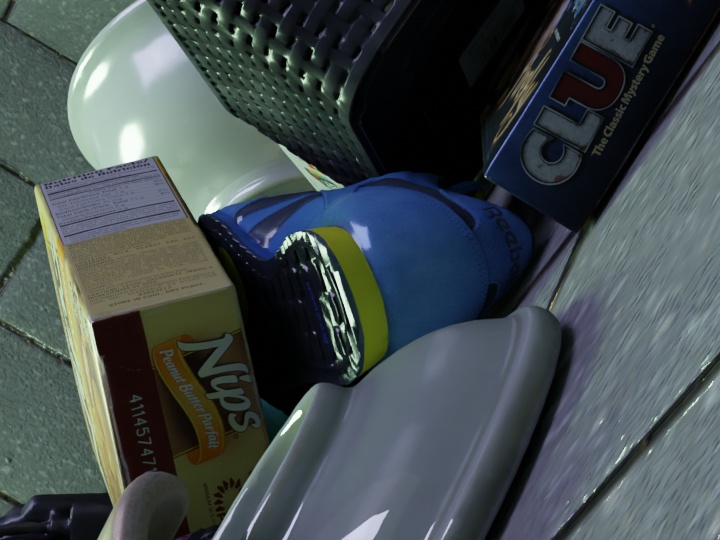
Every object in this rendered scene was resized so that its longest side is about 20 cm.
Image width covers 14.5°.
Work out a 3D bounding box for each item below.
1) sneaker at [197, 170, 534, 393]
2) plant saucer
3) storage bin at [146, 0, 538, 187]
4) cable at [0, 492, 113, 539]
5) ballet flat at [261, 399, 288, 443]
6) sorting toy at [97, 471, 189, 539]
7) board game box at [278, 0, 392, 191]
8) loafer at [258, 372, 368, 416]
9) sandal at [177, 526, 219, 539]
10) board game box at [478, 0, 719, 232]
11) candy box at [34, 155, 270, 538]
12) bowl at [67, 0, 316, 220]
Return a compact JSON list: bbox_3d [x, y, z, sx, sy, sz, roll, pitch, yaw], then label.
[{"bbox_3d":[0.000,0.000,0.981,0.078,0.066,0.200,-21,7,-18],"label":"sneaker"},{"bbox_3d":[-0.017,0.087,0.764,0.200,0.050,0.200,-59,3,5],"label":"plant saucer"},{"bbox_3d":[0.012,-0.108,1.006,0.135,0.094,0.200,-55,-15,-6],"label":"storage bin"},{"bbox_3d":[-0.129,0.126,1.036,0.163,0.200,0.051,-109,20,-75],"label":"cable"},{"bbox_3d":[-0.062,0.036,1.212,0.067,0.070,0.200,-30,20,-5],"label":"ballet flat"},{"bbox_3d":[-0.081,0.177,0.707,0.185,0.036,0.200,119,163,-44],"label":"sorting toy"},{"bbox_3d":[0.044,-0.110,1.224,0.200,0.035,0.126,-60,-25,-10],"label":"board game box"},{"bbox_3d":[-0.004,0.010,1.133,0.071,0.073,0.200,-55,14,11],"label":"loafer"},{"bbox_3d":[-0.068,0.140,0.918,0.200,0.048,0.075,-59,3,13],"label":"sandal"},{"bbox_3d":[0.087,-0.092,0.912,0.136,0.035,0.200,-59,4,9],"label":"board game box"},{"bbox_3d":[-0.074,0.038,1.037,0.200,0.055,0.116,-130,28,-71],"label":"candy box"},{"bbox_3d":[-0.031,-0.053,1.316,0.201,0.201,0.090,-56,38,46],"label":"bowl"}]
